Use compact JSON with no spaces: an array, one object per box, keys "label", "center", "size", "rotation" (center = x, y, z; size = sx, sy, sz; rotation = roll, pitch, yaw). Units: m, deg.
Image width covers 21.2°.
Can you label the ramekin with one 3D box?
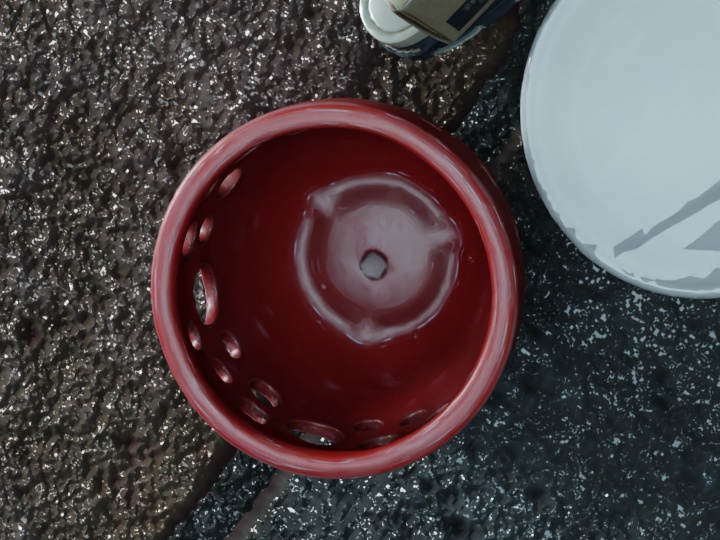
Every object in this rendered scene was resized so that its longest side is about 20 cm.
[{"label":"ramekin","center":[0.192,-0.091,1.082],"size":[0.200,0.094,0.205],"rotation":[1,98,11]}]

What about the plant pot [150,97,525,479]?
[{"label":"plant pot","center":[0.000,0.000,1.087],"size":[0.198,0.182,0.203],"rotation":[2,99,11]}]

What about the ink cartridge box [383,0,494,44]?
[{"label":"ink cartridge box","center":[0.036,-0.254,1.062],"size":[0.165,0.075,0.201],"rotation":[-45,63,14]}]

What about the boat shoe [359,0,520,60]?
[{"label":"boat shoe","center":[0.090,-0.191,1.098],"size":[0.200,0.062,0.075],"rotation":[-43,64,13]}]
